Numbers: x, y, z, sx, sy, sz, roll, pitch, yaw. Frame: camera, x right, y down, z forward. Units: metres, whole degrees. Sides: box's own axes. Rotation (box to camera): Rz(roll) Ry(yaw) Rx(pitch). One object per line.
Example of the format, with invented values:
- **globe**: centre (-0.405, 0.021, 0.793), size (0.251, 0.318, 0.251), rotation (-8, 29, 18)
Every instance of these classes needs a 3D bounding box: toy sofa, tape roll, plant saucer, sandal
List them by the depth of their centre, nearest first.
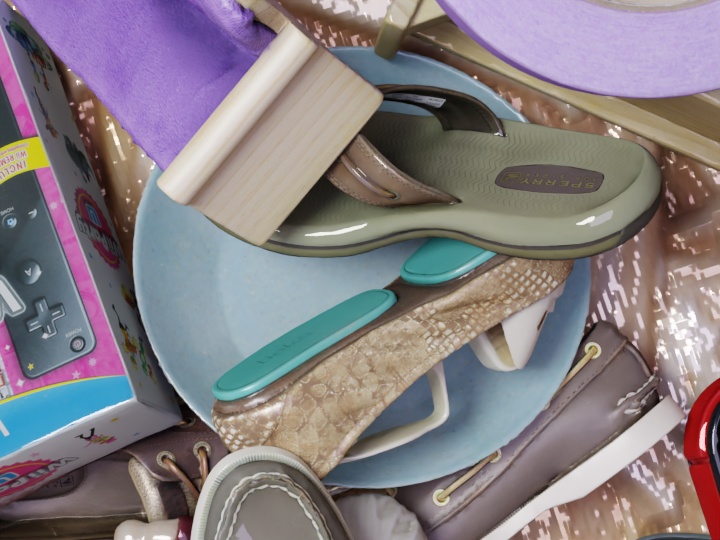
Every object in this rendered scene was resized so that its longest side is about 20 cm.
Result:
- **tape roll**: centre (0.107, -0.166, 0.743), size (0.200, 0.066, 0.201), rotation (0, 96, 3)
- **sandal**: centre (0.023, -0.049, 0.796), size (0.201, 0.080, 0.057), rotation (2, 137, 23)
- **toy sofa**: centre (-0.090, -0.107, 0.797), size (0.083, 0.098, 0.200), rotation (-49, 50, 7)
- **toy sofa**: centre (0.113, -0.103, 0.835), size (0.200, 0.083, 0.098), rotation (24, 86, -1)
- **plant saucer**: centre (0.000, 0.000, 0.861), size (0.201, 0.039, 0.201), rotation (2, 74, -6)

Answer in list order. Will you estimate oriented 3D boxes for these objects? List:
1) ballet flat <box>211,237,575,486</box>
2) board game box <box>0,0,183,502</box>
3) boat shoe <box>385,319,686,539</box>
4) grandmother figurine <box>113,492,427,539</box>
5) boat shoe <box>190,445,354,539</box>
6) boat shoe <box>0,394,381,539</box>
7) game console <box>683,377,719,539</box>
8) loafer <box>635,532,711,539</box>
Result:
- **ballet flat**: centre (0.030, 0.026, 0.813), size (0.200, 0.070, 0.065), rotation (-33, 107, -13)
- **board game box**: centre (-0.182, 0.001, 0.847), size (0.147, 0.064, 0.200), rotation (-25, 73, 6)
- **boat shoe**: centre (0.048, 0.100, 0.876), size (0.200, 0.072, 0.060), rotation (-36, 84, 7)
- **grandmother figurine**: centre (-0.062, 0.148, 0.843), size (0.200, 0.061, 0.121), rotation (-24, 126, 18)
- **boat shoe**: centre (-0.022, 0.169, 0.757), size (0.072, 0.060, 0.202), rotation (-10, 98, -7)
- **boat shoe**: centre (-0.085, 0.096, 0.869), size (0.200, 0.072, 0.072), rotation (-4, 120, 2)
- **game console**: centre (0.256, 0.110, 0.858), size (0.200, 0.031, 0.177), rotation (-16, 85, -4)
- **loafer**: centre (0.206, 0.178, 0.877), size (0.200, 0.063, 0.072), rotation (26, 98, 0)
